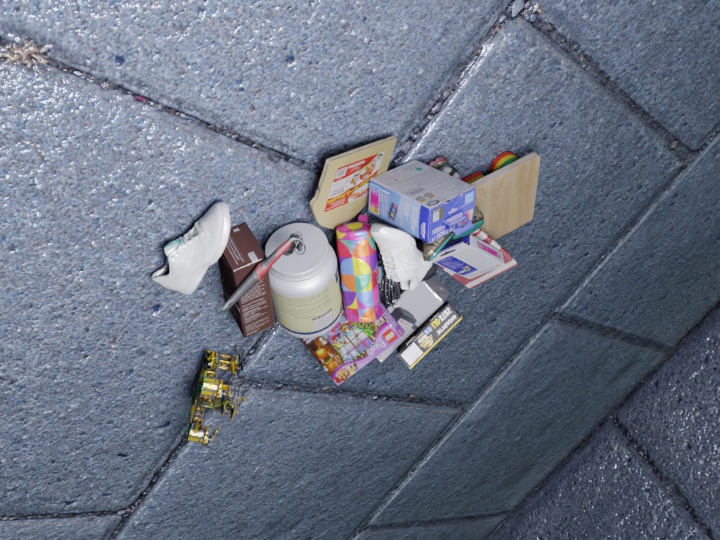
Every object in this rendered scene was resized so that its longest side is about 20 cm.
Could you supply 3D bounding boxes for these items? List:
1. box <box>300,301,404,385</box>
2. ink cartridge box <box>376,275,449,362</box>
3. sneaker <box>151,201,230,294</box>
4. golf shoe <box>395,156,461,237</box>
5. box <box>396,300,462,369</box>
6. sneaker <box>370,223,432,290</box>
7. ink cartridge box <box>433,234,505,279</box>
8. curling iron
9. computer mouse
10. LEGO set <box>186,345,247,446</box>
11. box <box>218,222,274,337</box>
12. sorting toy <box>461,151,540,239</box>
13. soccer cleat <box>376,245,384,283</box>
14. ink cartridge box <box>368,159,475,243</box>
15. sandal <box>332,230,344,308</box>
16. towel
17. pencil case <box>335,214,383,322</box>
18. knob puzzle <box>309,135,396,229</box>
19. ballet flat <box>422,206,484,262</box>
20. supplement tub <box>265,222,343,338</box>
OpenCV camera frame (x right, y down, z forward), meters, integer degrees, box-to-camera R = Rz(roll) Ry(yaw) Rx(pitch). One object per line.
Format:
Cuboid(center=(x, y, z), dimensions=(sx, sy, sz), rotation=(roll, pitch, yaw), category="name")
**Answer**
Cuboid(center=(-0.019, 0.141, 1.810), dimensions=(0.199, 0.137, 0.039), rotation=(-39, -176, 24), category="box")
Cuboid(center=(0.099, 0.097, 1.878), dimensions=(0.200, 0.084, 0.145), rotation=(-44, 179, 14), category="ink cartridge box")
Cuboid(center=(-0.299, -0.041, 1.454), dimensions=(0.087, 0.076, 0.201), rotation=(16, 121, -35), category="sneaker")
Cuboid(center=(0.138, -0.130, 1.708), dimensions=(0.072, 0.093, 0.202), rotation=(-3, 135, -42), category="golf shoe")
Cuboid(center=(0.151, 0.137, 1.850), dimensions=(0.160, 0.049, 0.200), rotation=(-46, 178, 2), category="box")
Cuboid(center=(0.075, -0.024, 1.599), dimensions=(0.200, 0.070, 0.081), rotation=(41, 72, -48), category="sneaker")
Cuboid(center=(0.221, -0.031, 1.748), dimensions=(0.093, 0.038, 0.198), rotation=(-23, 157, 29), category="ink cartridge box")
Cuboid(center=(-0.172, 0.006, 1.473), dimensions=(0.199, 0.026, 0.049), rotation=(-42, 141, 9), category="curling iron")
Cuboid(center=(0.112, -0.010, 1.721), dimensions=(0.198, 0.052, 0.142), rotation=(-18, 103, -52), category="computer mouse")
Cuboid(center=(-0.287, 0.268, 1.731), dimensions=(0.113, 0.155, 0.204), rotation=(12, 115, -14), category="LEGO set")
Cuboid(center=(-0.217, 0.022, 1.563), dimensions=(0.074, 0.101, 0.202), rotation=(-21, 141, -20), category="box")
Cuboid(center=(0.290, -0.160, 1.826), dimensions=(0.196, 0.070, 0.202), rotation=(-27, 143, -15), category="sorting toy")
Cuboid(center=(0.034, -0.005, 1.794), dimensions=(0.085, 0.071, 0.199), rotation=(-29, 150, 24), category="soccer cleat")
Cuboid(center=(0.127, -0.129, 1.577), dimensions=(0.135, 0.198, 0.078), rotation=(-26, 129, -35), category="ink cartridge box")
Cuboid(center=(-0.030, 0.011, 1.704), dimensions=(0.045, 0.073, 0.204), rotation=(-57, 146, -52), category="sandal")
Cuboid(center=(0.236, -0.039, 1.832), dimensions=(0.143, 0.023, 0.199), rotation=(-29, 131, 34), category="towel")
Cuboid(center=(0.000, 0.000, 1.634), dimensions=(0.087, 0.088, 0.205), rotation=(-13, 110, -29), category="pencil case")
Cuboid(center=(-0.026, -0.160, 1.575), dimensions=(0.218, 0.030, 0.221), rotation=(-37, 155, -20), category="knob puzzle")
Cuboid(center=(0.167, -0.084, 1.632), dimensions=(0.199, 0.076, 0.068), rotation=(-33, 167, -40), category="ballet flat")
Cuboid(center=(-0.111, 0.021, 1.614), dimensions=(0.143, 0.146, 0.202), rotation=(-26, 144, -15), category="supplement tub")
